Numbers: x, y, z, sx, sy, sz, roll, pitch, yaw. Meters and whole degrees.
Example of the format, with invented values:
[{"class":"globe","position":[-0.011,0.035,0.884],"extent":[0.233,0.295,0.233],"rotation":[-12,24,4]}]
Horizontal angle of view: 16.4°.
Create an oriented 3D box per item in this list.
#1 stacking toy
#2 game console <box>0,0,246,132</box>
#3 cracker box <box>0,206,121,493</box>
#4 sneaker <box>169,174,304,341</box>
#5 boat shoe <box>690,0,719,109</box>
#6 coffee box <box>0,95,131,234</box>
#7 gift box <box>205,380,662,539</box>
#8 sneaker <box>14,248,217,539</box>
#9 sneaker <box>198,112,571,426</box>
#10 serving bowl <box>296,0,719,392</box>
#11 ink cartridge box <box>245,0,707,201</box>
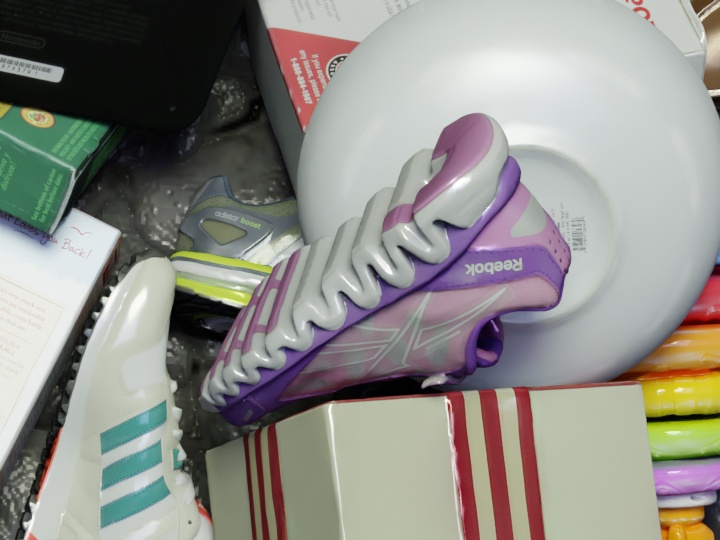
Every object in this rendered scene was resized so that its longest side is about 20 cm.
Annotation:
[{"class":"stacking toy","position":[0.153,0.077,1.228],"extent":[0.109,0.116,0.201],"rotation":[-3,91,0]},{"class":"game console","position":[-0.151,-0.180,1.170],"extent":[0.199,0.176,0.117],"rotation":[10,32,-22]},{"class":"cracker box","position":[-0.218,0.044,1.210],"extent":[0.133,0.058,0.201],"rotation":[26,76,1]},{"class":"sneaker","position":[0.000,0.000,1.236],"extent":[0.199,0.074,0.081],"rotation":[12,72,-4]},{"class":"boat shoe","position":[0.249,-0.149,1.279],"extent":[0.199,0.074,0.076],"rotation":[-28,89,2]},{"class":"coffee box","position":[-0.213,-0.102,1.220],"extent":[0.199,0.044,0.123],"rotation":[26,31,0]},{"class":"gift box","position":[0.037,0.160,1.143],"extent":[0.184,0.200,0.188],"rotation":[-3,78,-19]},{"class":"sneaker","position":[-0.105,0.093,1.196],"extent":[0.093,0.070,0.201],"rotation":[18,90,-7]},{"class":"sneaker","position":[0.013,0.021,1.073],"extent":[0.088,0.200,0.081],"rotation":[41,36,-17]},{"class":"serving bowl","position":[0.071,-0.026,1.122],"extent":[0.199,0.066,0.201],"rotation":[0,110,-1]},{"class":"ink cartridge box","position":[0.053,-0.107,1.232],"extent":[0.199,0.083,0.147],"rotation":[-12,48,-8]}]
